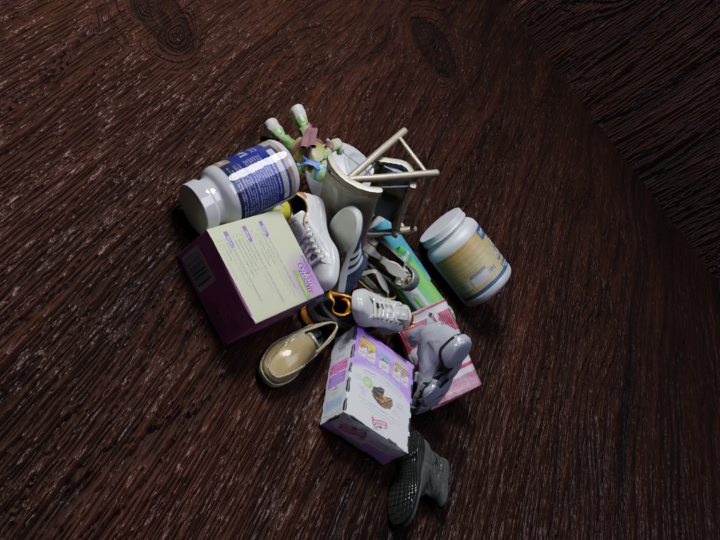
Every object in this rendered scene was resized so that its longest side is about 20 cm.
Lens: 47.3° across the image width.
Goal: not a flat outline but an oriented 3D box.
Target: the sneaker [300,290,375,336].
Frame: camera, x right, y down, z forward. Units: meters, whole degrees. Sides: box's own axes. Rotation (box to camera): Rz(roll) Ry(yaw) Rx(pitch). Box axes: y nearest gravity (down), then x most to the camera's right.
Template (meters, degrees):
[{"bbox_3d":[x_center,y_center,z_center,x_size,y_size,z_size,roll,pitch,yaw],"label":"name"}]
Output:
[{"bbox_3d":[-0.026,0.085,1.601,0.198,0.077,0.079,14,52,-47],"label":"sneaker"}]

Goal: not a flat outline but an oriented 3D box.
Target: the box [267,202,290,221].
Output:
[{"bbox_3d":[-0.163,-0.114,1.609,0.201,0.048,0.118,49,37,-10],"label":"box"}]

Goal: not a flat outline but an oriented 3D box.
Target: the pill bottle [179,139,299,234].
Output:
[{"bbox_3d":[-0.216,-0.146,1.469,0.199,0.116,0.117,-30,88,-32],"label":"pill bottle"}]

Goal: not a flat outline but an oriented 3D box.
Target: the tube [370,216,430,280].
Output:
[{"bbox_3d":[0.096,-0.036,1.870,0.201,0.050,0.078,52,39,-17],"label":"tube"}]

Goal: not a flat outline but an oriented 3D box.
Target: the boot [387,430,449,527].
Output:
[{"bbox_3d":[0.123,0.413,1.553,0.131,0.067,0.202,46,38,-26],"label":"boot"}]

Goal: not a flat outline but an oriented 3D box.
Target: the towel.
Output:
[{"bbox_3d":[0.163,0.176,1.735,0.142,0.023,0.203,-21,88,-26],"label":"towel"}]

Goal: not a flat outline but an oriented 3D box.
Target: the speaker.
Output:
[{"bbox_3d":[0.121,0.048,1.801,0.201,0.088,0.089,52,36,-8],"label":"speaker"}]

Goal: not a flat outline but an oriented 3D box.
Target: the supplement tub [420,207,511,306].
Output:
[{"bbox_3d":[0.249,-0.032,1.962,0.201,0.144,0.145,50,36,-11],"label":"supplement tub"}]

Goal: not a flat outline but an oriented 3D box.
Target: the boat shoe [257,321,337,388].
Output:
[{"bbox_3d":[-0.106,0.137,1.465,0.072,0.076,0.200,54,36,-4],"label":"boat shoe"}]

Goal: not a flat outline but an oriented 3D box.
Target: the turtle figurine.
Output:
[{"bbox_3d":[-0.110,-0.231,1.704,0.199,0.144,0.195,13,39,-56],"label":"turtle figurine"}]

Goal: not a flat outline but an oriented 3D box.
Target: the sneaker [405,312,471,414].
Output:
[{"bbox_3d":[0.136,0.186,1.661,0.074,0.202,0.115,1,34,-49],"label":"sneaker"}]

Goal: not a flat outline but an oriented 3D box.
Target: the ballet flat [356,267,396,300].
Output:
[{"bbox_3d":[0.000,0.000,1.707,0.200,0.063,0.069,45,39,-18],"label":"ballet flat"}]

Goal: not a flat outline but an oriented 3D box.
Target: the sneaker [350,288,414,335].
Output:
[{"bbox_3d":[0.048,0.076,1.592,0.200,0.083,0.074,29,56,-62],"label":"sneaker"}]

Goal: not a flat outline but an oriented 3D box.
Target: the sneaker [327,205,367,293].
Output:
[{"bbox_3d":[-0.018,-0.042,1.612,0.084,0.202,0.075,-18,47,-40],"label":"sneaker"}]

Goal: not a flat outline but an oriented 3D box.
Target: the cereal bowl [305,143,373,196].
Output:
[{"bbox_3d":[-0.024,-0.200,1.811,0.199,0.083,0.203,30,43,-33],"label":"cereal bowl"}]

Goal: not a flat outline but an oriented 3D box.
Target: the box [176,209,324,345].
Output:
[{"bbox_3d":[-0.189,0.008,1.445,0.199,0.096,0.178,-23,83,-54],"label":"box"}]

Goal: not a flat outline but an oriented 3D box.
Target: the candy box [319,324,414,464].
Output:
[{"bbox_3d":[0.017,0.233,1.548,0.167,0.071,0.202,38,40,-27],"label":"candy box"}]

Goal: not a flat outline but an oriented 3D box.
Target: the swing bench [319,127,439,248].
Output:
[{"bbox_3d":[0.024,-0.146,1.641,0.198,0.200,0.130,-24,64,-25],"label":"swing bench"}]

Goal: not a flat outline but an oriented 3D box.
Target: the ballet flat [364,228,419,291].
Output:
[{"bbox_3d":[0.041,-0.032,1.724,0.199,0.068,0.064,39,6,14],"label":"ballet flat"}]

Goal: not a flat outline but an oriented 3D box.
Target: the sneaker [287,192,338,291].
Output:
[{"bbox_3d":[-0.100,-0.056,1.538,0.084,0.072,0.203,17,48,-47],"label":"sneaker"}]
